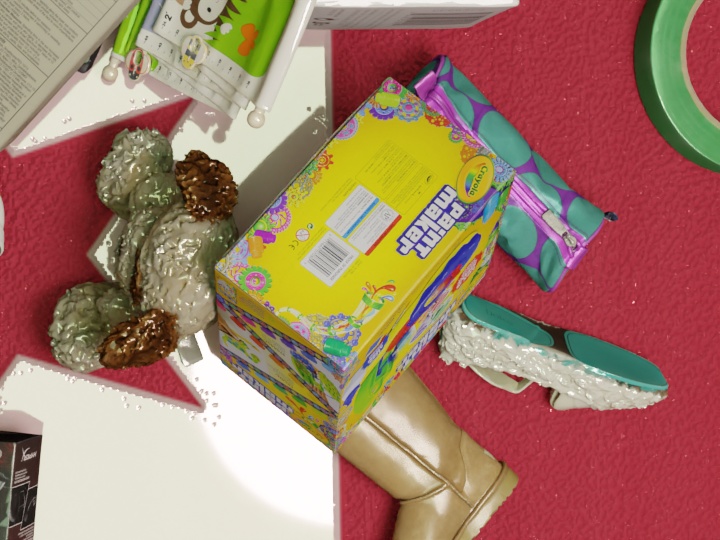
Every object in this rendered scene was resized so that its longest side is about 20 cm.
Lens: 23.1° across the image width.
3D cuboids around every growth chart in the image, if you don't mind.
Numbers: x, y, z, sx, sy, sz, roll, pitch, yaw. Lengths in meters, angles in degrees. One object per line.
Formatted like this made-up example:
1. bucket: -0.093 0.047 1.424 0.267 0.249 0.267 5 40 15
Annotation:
1. growth chart: -0.112 -0.190 1.325 0.018 0.199 0.146 7 103 -49

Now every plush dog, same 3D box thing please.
1. plush dog: -0.139 0.000 1.340 0.160 0.172 0.201 19 88 -10

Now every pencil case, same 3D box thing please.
1. pencil case: 0.108 -0.079 1.422 0.200 0.092 0.085 43 85 -8

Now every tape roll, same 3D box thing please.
1. tape roll: 0.331 -0.179 1.479 0.199 0.048 0.202 0 92 -10

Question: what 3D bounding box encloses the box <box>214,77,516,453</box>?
1. box: 0.000 0.000 1.321 0.122 0.193 0.200 37 70 12

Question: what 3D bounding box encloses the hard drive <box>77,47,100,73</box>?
1. hard drive: -0.232 -0.270 1.351 0.139 0.038 0.201 25 104 -3

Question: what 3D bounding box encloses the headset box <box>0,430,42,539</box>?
1. headset box: -0.331 0.220 1.347 0.148 0.077 0.201 6 89 6

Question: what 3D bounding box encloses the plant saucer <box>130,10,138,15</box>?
1. plant saucer: -0.162 -0.302 1.392 0.199 0.027 0.201 -1 98 -6

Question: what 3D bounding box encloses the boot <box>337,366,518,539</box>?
1. boot: 0.007 0.161 1.430 0.200 0.066 0.175 42 73 -9

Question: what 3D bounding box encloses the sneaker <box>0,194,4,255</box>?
1. sneaker: -0.374 -0.043 1.363 0.199 0.073 0.085 -3 62 -4

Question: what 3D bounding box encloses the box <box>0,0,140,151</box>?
1. box: -0.235 -0.191 1.312 0.095 0.078 0.200 44 103 -8

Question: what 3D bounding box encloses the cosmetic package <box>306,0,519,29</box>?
1. cosmetic package: 0.025 -0.295 1.363 0.164 0.165 0.201 -2 91 -9

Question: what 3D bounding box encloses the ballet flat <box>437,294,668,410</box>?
1. ballet flat: 0.153 0.078 1.457 0.199 0.072 0.072 22 88 -8
